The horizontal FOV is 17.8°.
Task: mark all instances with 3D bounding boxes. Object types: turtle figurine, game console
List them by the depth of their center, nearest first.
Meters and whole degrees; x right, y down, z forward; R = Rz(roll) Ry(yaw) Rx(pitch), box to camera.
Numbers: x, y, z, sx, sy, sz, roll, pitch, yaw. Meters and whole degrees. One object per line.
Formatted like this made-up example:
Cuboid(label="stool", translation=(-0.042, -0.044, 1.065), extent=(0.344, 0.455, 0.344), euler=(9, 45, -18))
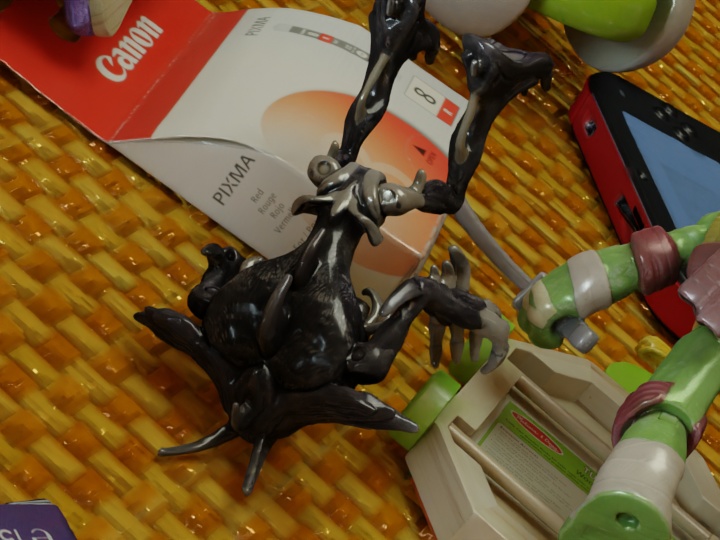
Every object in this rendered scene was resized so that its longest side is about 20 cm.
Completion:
Cuboid(label="turtle figurine", translation=(0.131, 0.052, 0.882), extent=(0.144, 0.199, 0.194), euler=(49, 42, -29))
Cuboid(label="game console", translation=(0.197, -0.013, 1.177), extent=(0.176, 0.031, 0.200), euler=(20, 34, -29))

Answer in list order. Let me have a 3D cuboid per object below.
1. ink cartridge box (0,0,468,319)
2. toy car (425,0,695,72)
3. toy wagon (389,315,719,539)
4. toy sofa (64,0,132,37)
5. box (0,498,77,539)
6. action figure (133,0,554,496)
Cuboid(label="ink cartridge box", translation=(-0.046, -0.081, 0.980), extent=(0.200, 0.050, 0.162), euler=(38, 28, -6))
Cuboid(label="toy car", translation=(0.094, -0.204, 1.196), extent=(0.175, 0.150, 0.200), euler=(10, 29, -42))
Cuboid(label="toy wagon", translation=(0.097, 0.083, 0.914), extent=(0.155, 0.040, 0.200), euler=(41, 28, 4))
Cuboid(label="toy sofa", translation=(-0.125, -0.173, 0.998), extent=(0.082, 0.098, 0.200), euler=(2, 25, 15))
Cuboid(label="box", translation=(-0.105, 0.159, 0.505), extent=(0.148, 0.104, 0.200), euler=(3, 44, -48))
Cuboid(label="action figure", translation=(0.000, 0.000, 0.841), extent=(0.118, 0.201, 0.102), euler=(20, -18, 27))
